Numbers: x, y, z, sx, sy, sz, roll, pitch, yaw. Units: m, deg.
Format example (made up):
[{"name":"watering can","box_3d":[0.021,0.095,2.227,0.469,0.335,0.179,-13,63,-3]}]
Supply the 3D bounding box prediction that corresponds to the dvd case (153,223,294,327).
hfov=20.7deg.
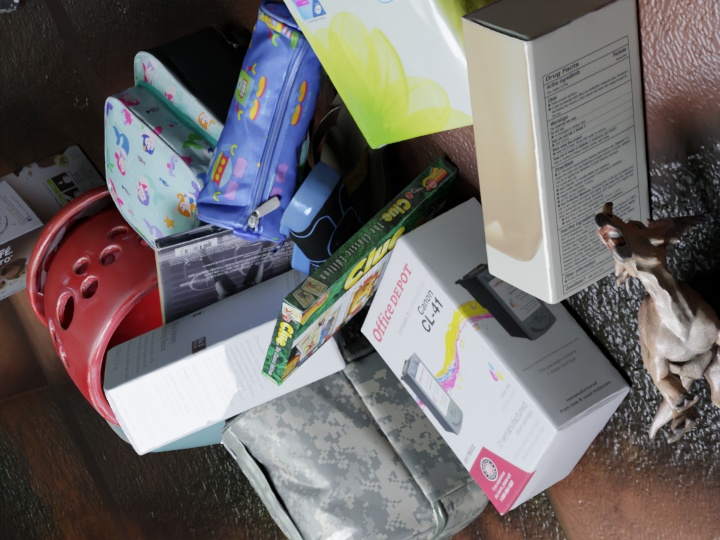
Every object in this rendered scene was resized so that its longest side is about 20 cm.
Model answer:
[{"name":"dvd case","box_3d":[-0.106,0.011,1.750,0.200,0.148,0.016,93,157,-57]}]

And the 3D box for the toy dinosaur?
[{"name":"toy dinosaur","box_3d":[0.216,0.033,1.355,0.136,0.085,0.200,60,169,28]}]

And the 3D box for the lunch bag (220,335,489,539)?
[{"name":"lunch bag","box_3d":[-0.011,0.174,1.738,0.201,0.167,0.139,57,150,11]}]

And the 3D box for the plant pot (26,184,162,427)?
[{"name":"plant pot","box_3d":[-0.220,0.028,1.928,0.182,0.200,0.201,41,144,38]}]

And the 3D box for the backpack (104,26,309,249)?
[{"name":"backpack","box_3d":[-0.138,-0.089,1.763,0.177,0.150,0.201,44,150,29]}]

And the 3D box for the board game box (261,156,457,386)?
[{"name":"board game box","box_3d":[0.000,0.000,1.547,0.023,0.200,0.105,36,145,16]}]

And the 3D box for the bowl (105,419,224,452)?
[{"name":"bowl","box_3d":[-0.218,0.112,2.089,0.201,0.105,0.202,38,143,36]}]

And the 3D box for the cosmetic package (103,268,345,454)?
[{"name":"cosmetic package","box_3d":[-0.118,0.076,1.712,0.102,0.199,0.074,-106,-9,-69]}]

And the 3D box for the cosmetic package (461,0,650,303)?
[{"name":"cosmetic package","box_3d":[0.136,-0.092,1.352,0.071,0.105,0.201,27,134,46]}]

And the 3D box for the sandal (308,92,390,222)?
[{"name":"sandal","box_3d":[-0.012,-0.098,1.633,0.080,0.054,0.200,51,153,22]}]

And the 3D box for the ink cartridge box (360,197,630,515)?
[{"name":"ink cartridge box","box_3d":[0.101,0.069,1.557,0.200,0.085,0.148,50,149,19]}]

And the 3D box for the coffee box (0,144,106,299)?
[{"name":"coffee box","box_3d":[-0.374,-0.040,2.118,0.080,0.199,0.113,50,148,21]}]

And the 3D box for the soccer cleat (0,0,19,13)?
[{"name":"soccer cleat","box_3d":[-0.383,-0.315,2.064,0.200,0.068,0.074,-8,83,64]}]

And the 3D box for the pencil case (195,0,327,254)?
[{"name":"pencil case","box_3d":[-0.073,-0.117,1.607,0.087,0.078,0.201,-133,58,-66]}]

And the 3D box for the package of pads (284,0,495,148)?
[{"name":"package of pads","box_3d":[0.026,-0.193,1.423,0.154,0.068,0.201,-8,122,48]}]

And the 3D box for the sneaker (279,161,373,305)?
[{"name":"sneaker","box_3d":[-0.015,-0.026,1.616,0.078,0.070,0.200,32,168,11]}]
